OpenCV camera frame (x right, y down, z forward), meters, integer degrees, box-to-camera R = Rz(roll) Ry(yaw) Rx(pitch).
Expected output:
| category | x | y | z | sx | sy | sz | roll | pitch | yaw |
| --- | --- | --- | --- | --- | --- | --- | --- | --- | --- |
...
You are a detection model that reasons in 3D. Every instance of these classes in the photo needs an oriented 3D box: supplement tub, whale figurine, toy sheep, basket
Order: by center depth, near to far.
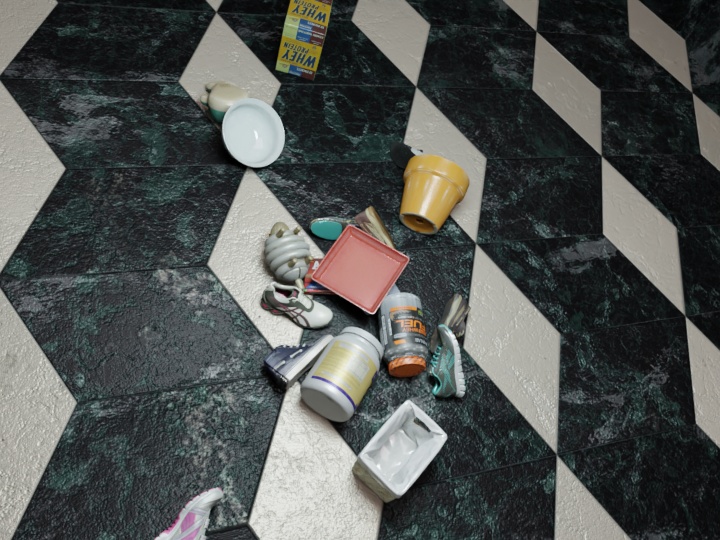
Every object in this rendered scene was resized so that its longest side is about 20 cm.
| category | x | y | z | sx | sy | sz | roll | pitch | yaw |
| --- | --- | --- | --- | --- | --- | --- | --- | --- | --- |
| basket | 0.087 | 0.435 | 1.523 | 0.136 | 0.123 | 0.200 | 42 | 56 | 10 |
| supplement tub | -0.042 | 0.253 | 1.577 | 0.145 | 0.146 | 0.200 | 33 | 56 | 3 |
| supplement tub | 0.112 | 0.171 | 1.691 | 0.122 | 0.123 | 0.201 | 3 | 60 | -16 |
| toy sheep | -0.192 | -0.039 | 1.715 | 0.137 | 0.138 | 0.201 | -11 | 72 | -24 |
| whale figurine | -0.414 | -0.516 | 1.967 | 0.159 | 0.104 | 0.200 | -13 | 41 | -24 |

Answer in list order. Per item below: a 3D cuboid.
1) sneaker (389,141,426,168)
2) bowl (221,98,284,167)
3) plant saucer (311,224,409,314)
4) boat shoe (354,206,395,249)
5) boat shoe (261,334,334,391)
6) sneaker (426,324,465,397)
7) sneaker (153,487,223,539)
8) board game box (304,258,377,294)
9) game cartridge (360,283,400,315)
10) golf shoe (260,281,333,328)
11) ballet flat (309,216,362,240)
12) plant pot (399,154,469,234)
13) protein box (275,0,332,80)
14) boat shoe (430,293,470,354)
| category | x | y | z | sx | sy | sz | roll | pitch | yaw |
| --- | --- | --- | --- | --- | --- | --- | --- | --- | --- |
| sneaker | 0.185 | -0.353 | 2.071 | 0.200 | 0.074 | 0.088 | 36 | 25 | 23 |
| bowl | -0.332 | -0.399 | 1.890 | 0.201 | 0.090 | 0.202 | 2 | 87 | -36 |
| plant saucer | 0.000 | 0.000 | 1.737 | 0.200 | 0.037 | 0.200 | 30 | 66 | 12 |
| boat shoe | 0.045 | -0.090 | 1.819 | 0.072 | 0.200 | 0.072 | -26 | 38 | 10 |
| boat shoe | -0.158 | 0.207 | 1.612 | 0.093 | 0.075 | 0.200 | 38 | 49 | 15 |
| sneaker | 0.216 | 0.244 | 1.680 | 0.091 | 0.078 | 0.201 | -11 | 90 | -11 |
| sneaker | -0.356 | 0.549 | 1.342 | 0.088 | 0.081 | 0.200 | 40 | 65 | 7 |
| board game box | -0.053 | 0.017 | 1.757 | 0.199 | 0.019 | 0.103 | 2 | 63 | -2 |
| game cartridge | 0.014 | 0.023 | 1.803 | 0.133 | 0.041 | 0.200 | -23 | 69 | -24 |
| golf shoe | -0.161 | 0.092 | 1.673 | 0.199 | 0.088 | 0.077 | 19 | 54 | -8 |
| ballet flat | -0.052 | -0.122 | 1.859 | 0.200 | 0.072 | 0.072 | 9 | 58 | -13 |
| plant pot | 0.207 | -0.217 | 1.930 | 0.200 | 0.200 | 0.184 | 24 | 71 | -3 |
| protein box | -0.188 | -0.788 | 2.128 | 0.134 | 0.199 | 0.201 | 13 | 57 | -10 |
| boat shoe | 0.258 | 0.156 | 1.777 | 0.073 | 0.075 | 0.200 | 31 | 61 | -4 |
